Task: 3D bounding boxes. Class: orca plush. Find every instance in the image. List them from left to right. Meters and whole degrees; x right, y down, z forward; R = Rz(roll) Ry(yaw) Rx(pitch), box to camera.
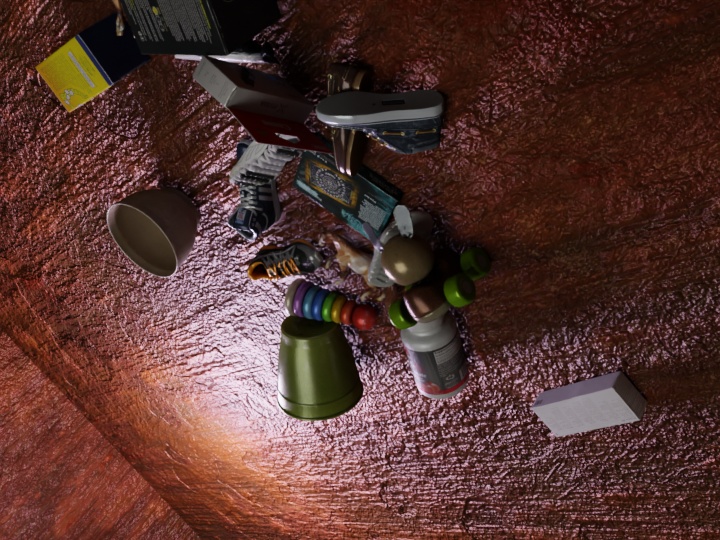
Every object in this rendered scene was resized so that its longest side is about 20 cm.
[{"bbox_3d":[-0.232,-0.396,1.347,0.200,0.105,0.071,12,103,36],"label":"orca plush"}]

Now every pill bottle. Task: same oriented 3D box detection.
[{"bbox_3d":[0.141,0.145,1.534,0.111,0.111,0.200,8,132,35],"label":"pill bottle"}]

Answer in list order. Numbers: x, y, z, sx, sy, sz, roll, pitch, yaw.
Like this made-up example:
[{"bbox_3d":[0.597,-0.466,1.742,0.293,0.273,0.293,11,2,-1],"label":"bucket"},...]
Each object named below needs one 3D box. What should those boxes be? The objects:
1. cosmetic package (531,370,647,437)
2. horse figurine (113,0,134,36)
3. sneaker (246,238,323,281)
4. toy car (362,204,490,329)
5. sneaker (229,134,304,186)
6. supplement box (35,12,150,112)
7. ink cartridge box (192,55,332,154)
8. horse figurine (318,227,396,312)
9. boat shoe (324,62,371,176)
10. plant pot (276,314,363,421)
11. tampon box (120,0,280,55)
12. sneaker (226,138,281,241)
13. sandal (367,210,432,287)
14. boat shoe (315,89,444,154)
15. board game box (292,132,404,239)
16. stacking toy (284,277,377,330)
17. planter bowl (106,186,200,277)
[{"bbox_3d":[0.419,0.249,1.451,0.083,0.051,0.200,50,142,-9],"label":"cosmetic package"},{"bbox_3d":[-0.408,-0.483,1.393,0.200,0.050,0.133,23,121,42],"label":"horse figurine"},{"bbox_3d":[-0.159,-0.012,1.659,0.200,0.077,0.078,-9,120,43],"label":"sneaker"},{"bbox_3d":[0.094,-0.022,1.368,0.164,0.158,0.200,-27,108,41],"label":"toy car"},{"bbox_3d":[-0.173,-0.221,1.447,0.200,0.075,0.081,-31,64,37],"label":"sneaker"},{"bbox_3d":[-0.529,-0.408,1.551,0.200,0.109,0.110,-10,120,46],"label":"supplement box"},{"bbox_3d":[-0.145,-0.265,1.269,0.176,0.200,0.045,45,114,23],"label":"ink cartridge box"},{"bbox_3d":[0.000,0.000,1.557,0.200,0.050,0.133,33,142,9],"label":"horse figurine"},{"bbox_3d":[-0.025,-0.253,1.314,0.070,0.070,0.200,18,129,16],"label":"boat shoe"},{"bbox_3d":[-0.100,0.195,1.741,0.200,0.200,0.193,13,123,31],"label":"plant pot"},{"bbox_3d":[-0.261,-0.436,1.263,0.200,0.150,0.126,11,134,32],"label":"tampon box"},{"bbox_3d":[-0.220,-0.151,1.545,0.070,0.109,0.200,13,135,30],"label":"sneaker"},{"bbox_3d":[0.062,-0.048,1.451,0.082,0.050,0.203,13,134,-23],"label":"sandal"},{"bbox_3d":[0.032,-0.227,1.238,0.200,0.071,0.091,-1,136,3],"label":"boat shoe"},{"bbox_3d":[-0.027,-0.150,1.449,0.200,0.028,0.135,35,143,5],"label":"board game box"},{"bbox_3d":[-0.059,0.081,1.668,0.200,0.085,0.085,17,137,22],"label":"stacking toy"},{"bbox_3d":[-0.447,-0.103,1.763,0.200,0.135,0.200,23,138,22],"label":"planter bowl"}]
